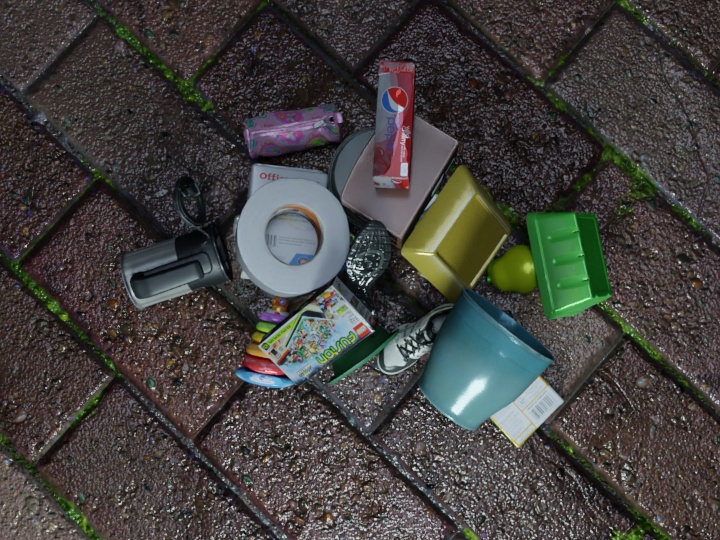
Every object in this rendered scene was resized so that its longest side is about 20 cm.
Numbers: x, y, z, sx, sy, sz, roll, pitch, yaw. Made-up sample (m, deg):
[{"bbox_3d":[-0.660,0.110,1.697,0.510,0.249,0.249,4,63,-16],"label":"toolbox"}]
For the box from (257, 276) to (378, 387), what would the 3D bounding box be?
[{"bbox_3d":[-0.075,0.109,1.228,0.110,0.035,0.199,45,118,-11],"label":"box"}]

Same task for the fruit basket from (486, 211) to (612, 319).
[{"bbox_3d":[0.352,-0.008,1.349,0.213,0.154,0.220,2,93,43],"label":"fruit basket"}]

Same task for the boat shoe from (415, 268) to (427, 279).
[{"bbox_3d":[0.184,-0.065,1.378,0.066,0.074,0.202,33,89,-6],"label":"boat shoe"}]

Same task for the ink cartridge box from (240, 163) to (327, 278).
[{"bbox_3d":[-0.142,-0.084,1.306,0.142,0.085,0.204,6,82,-12],"label":"ink cartridge box"}]

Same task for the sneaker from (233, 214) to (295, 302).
[{"bbox_3d":[-0.192,-0.022,1.372,0.070,0.080,0.202,-34,85,-5],"label":"sneaker"}]

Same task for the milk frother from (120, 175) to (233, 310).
[{"bbox_3d":[-0.361,-0.050,1.326,0.185,0.181,0.203,-18,87,-2],"label":"milk frother"}]

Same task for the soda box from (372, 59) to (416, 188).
[{"bbox_3d":[0.058,-0.244,1.187,0.062,0.070,0.204,3,83,6],"label":"soda box"}]

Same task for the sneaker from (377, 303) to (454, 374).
[{"bbox_3d":[0.113,0.125,1.345,0.199,0.088,0.076,-37,86,-1],"label":"sneaker"}]

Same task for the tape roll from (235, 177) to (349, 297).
[{"bbox_3d":[-0.118,-0.057,1.231,0.197,0.066,0.204,2,83,-13],"label":"tape roll"}]

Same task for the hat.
[{"bbox_3d":[-0.038,0.089,1.315,0.165,0.200,0.177,-35,88,8],"label":"hat"}]

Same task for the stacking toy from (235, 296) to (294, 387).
[{"bbox_3d":[-0.160,0.114,1.335,0.114,0.110,0.204,11,87,2],"label":"stacking toy"}]

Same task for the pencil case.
[{"bbox_3d":[-0.130,-0.278,1.397,0.196,0.087,0.089,-9,83,1],"label":"pencil case"}]

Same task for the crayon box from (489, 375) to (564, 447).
[{"bbox_3d":[0.272,0.217,1.350,0.126,0.052,0.200,-43,85,-3],"label":"crayon box"}]

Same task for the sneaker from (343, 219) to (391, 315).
[{"bbox_3d":[0.000,0.000,1.234,0.075,0.091,0.203,10,115,-12],"label":"sneaker"}]

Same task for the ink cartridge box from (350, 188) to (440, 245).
[{"bbox_3d":[0.043,-0.129,1.382,0.199,0.076,0.148,-39,84,-2],"label":"ink cartridge box"}]

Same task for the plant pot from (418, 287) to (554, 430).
[{"bbox_3d":[0.204,0.165,1.243,0.199,0.200,0.189,38,100,5],"label":"plant pot"}]

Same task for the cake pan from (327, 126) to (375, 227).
[{"bbox_3d":[0.035,-0.177,1.330,0.196,0.037,0.204,0,84,1],"label":"cake pan"}]

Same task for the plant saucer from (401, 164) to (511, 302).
[{"bbox_3d":[0.195,-0.057,1.311,0.201,0.200,0.048,-54,41,-5],"label":"plant saucer"}]

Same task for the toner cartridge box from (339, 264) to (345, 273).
[{"bbox_3d":[-0.108,-0.071,1.383,0.094,0.043,0.201,-34,79,2],"label":"toner cartridge box"}]

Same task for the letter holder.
[{"bbox_3d":[0.065,-0.167,1.260,0.141,0.101,0.202,31,85,6],"label":"letter holder"}]
